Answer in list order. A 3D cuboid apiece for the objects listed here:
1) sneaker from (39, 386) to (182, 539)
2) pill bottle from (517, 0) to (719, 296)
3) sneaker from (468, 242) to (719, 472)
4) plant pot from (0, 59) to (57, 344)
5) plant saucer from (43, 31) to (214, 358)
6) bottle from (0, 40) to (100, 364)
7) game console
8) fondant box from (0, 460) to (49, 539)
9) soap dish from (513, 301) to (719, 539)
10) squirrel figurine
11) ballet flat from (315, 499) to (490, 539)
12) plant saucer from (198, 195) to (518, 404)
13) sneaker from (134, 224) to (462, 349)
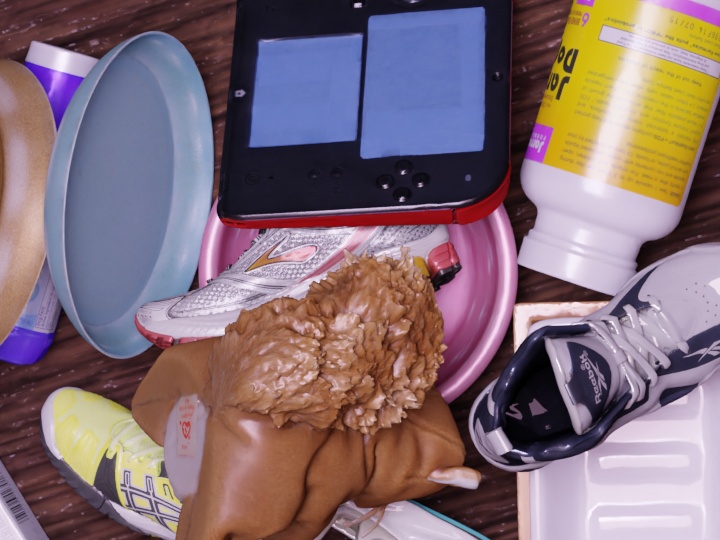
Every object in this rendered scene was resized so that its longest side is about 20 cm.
[{"bbox_3d":[-0.112,0.129,1.709,0.200,0.075,0.076,34,133,10],"label":"sneaker"},{"bbox_3d":[0.160,-0.088,1.679,0.104,0.104,0.200,18,92,5],"label":"pill bottle"},{"bbox_3d":[0.149,0.053,1.589,0.199,0.130,0.080,-27,89,6],"label":"sneaker"},{"bbox_3d":[-0.250,-0.035,1.692,0.027,0.200,0.200,12,93,-37],"label":"plant pot"},{"bbox_3d":[-0.144,-0.047,1.670,0.027,0.200,0.200,7,92,22],"label":"plant saucer"},{"bbox_3d":[-0.213,-0.044,1.738,0.083,0.065,0.200,17,93,5],"label":"bottle"},{"bbox_3d":[0.005,-0.108,1.677,0.177,0.031,0.200,0,51,5],"label":"game console"},{"bbox_3d":[-0.296,0.212,1.756,0.200,0.058,0.144,-33,88,7],"label":"fondant box"},{"bbox_3d":[0.176,0.118,1.694,0.157,0.081,0.200,-2,91,6],"label":"soap dish"},{"bbox_3d":[-0.011,0.086,1.599,0.186,0.142,0.200,4,134,-28],"label":"squirrel figurine"},{"bbox_3d":[-0.002,0.158,1.715,0.200,0.069,0.069,31,94,2],"label":"ballet flat"},{"bbox_3d":[0.000,0.000,1.725,0.200,0.051,0.201,0,92,5],"label":"plant saucer"},{"bbox_3d":[-0.043,0.000,1.675,0.200,0.078,0.082,-19,80,-1],"label":"sneaker"}]
